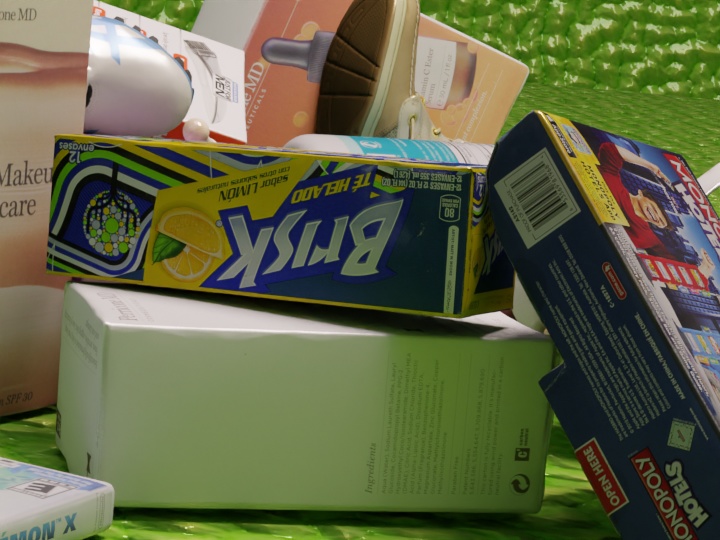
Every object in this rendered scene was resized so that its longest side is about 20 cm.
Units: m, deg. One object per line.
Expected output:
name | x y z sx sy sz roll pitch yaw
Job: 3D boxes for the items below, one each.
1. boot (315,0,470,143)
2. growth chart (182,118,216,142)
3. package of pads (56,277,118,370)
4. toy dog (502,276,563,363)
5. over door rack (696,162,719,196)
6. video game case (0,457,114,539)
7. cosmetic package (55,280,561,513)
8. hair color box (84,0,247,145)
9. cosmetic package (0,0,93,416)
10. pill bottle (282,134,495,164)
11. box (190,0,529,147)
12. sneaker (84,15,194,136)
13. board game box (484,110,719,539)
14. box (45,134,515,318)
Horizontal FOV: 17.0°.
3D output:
boot | 0.051 -0.082 1.555 0.154 0.201 0.072 3 14 -27
growth chart | 0.000 0.000 1.201 0.199 0.018 0.145 32 -15 24
package of pads | -0.145 -0.004 1.194 0.199 0.121 0.075 13 6 34
toy dog | 0.133 0.022 1.231 0.199 0.133 0.096 29 -42 -32
over door rack | 0.258 0.023 1.149 0.147 0.067 0.200 29 -12 45
video game case | -0.224 0.085 0.910 0.199 0.022 0.182 11 11 26
cosmetic package | -0.027 0.054 1.042 0.199 0.082 0.113 4 8 -18
hair color box | -0.164 -0.103 1.325 0.199 0.064 0.111 17 29 -13
cosmetic package | -0.191 -0.037 1.115 0.087 0.201 0.103 11 12 33
pill bottle | 0.046 -0.023 1.468 0.199 0.112 0.111 3 10 -25
box | -0.016 -0.114 1.614 0.199 0.153 0.106 22 6 -27
sneaker | -0.182 -0.102 1.215 0.199 0.072 0.073 15 36 -12
board game box | 0.144 0.041 1.034 0.062 0.201 0.199 -36 -23 22
box | -0.034 -0.021 1.045 0.199 0.065 0.070 5 4 23
